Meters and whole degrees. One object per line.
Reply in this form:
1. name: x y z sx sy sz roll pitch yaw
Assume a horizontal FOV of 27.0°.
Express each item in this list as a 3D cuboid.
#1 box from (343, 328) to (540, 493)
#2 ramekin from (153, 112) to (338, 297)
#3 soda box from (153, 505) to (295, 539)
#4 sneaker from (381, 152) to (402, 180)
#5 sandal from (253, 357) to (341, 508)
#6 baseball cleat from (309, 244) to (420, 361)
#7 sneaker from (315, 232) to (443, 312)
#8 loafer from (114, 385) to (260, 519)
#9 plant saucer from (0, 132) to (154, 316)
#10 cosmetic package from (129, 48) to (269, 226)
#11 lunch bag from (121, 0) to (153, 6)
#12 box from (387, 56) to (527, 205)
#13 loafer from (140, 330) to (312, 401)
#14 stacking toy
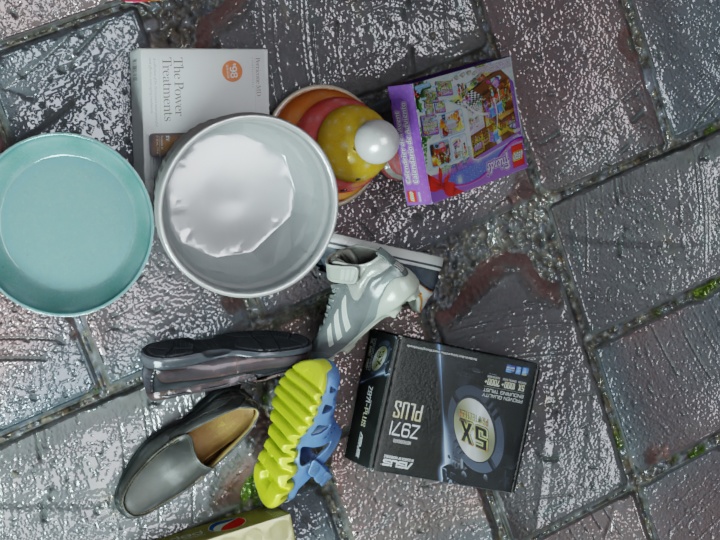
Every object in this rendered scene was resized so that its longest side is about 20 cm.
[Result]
1. box: 0.099 0.170 1.819 0.200 0.086 0.164 13 89 -22
2. ramekin: -0.132 -0.077 1.641 0.200 0.105 0.200 -4 103 -18
3. soda box: -0.174 0.333 1.731 0.200 0.064 0.068 -14 98 -20
4. sneaker: 0.114 -0.175 1.804 0.200 0.087 0.074 -42 108 -15
5. sandal: -0.060 0.185 1.743 0.087 0.080 0.200 -1 126 -32
6. baseball cleat: -0.015 0.033 1.727 0.106 0.200 0.070 46 40 -6
7. sneaker: 0.000 0.000 1.774 0.200 0.078 0.079 14 92 -19
8. loafer: -0.197 0.207 1.709 0.200 0.072 0.073 -45 109 -13
9. plant saucer: -0.322 -0.051 1.635 0.200 0.036 0.200 0 97 0
10. cosmetic package: -0.180 -0.151 1.706 0.151 0.052 0.200 -4 95 -24
11. lunch bag: -0.229 -0.392 1.631 0.176 0.082 0.200 -10 99 18
12. box: 0.115 -0.163 1.726 0.200 0.039 0.137 -22 106 -48
13. loafer: -0.154 0.110 1.730 0.200 0.072 0.063 -4 111 -18
14. stacking toy: -0.014 -0.141 1.693 0.146 0.200 0.146 -1 94 -21
